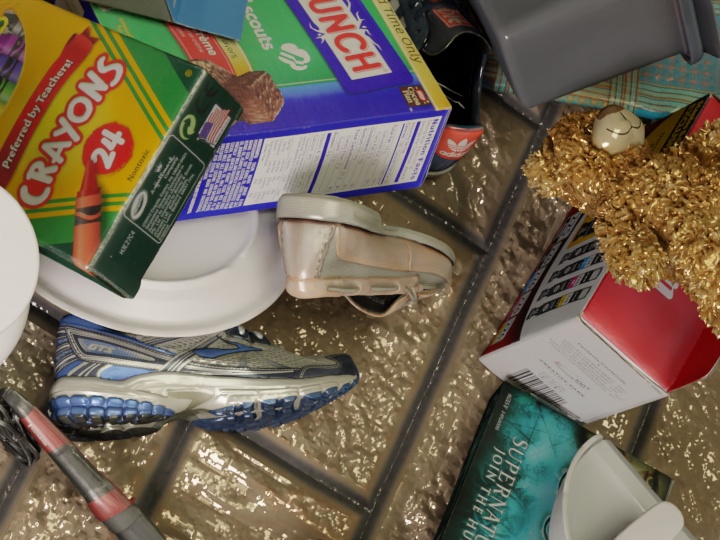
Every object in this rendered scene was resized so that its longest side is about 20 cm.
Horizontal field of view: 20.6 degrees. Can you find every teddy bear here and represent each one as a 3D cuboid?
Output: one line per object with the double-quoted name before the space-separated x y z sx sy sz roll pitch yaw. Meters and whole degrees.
"teddy bear" 0.197 -0.038 1.215 0.145 0.067 0.200 -26 62 -17

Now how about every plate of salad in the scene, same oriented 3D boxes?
"plate of salad" -0.135 -0.031 1.193 0.199 0.048 0.201 12 45 -13

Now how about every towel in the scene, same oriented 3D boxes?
"towel" 0.172 -0.180 1.386 0.199 0.022 0.147 10 71 -3

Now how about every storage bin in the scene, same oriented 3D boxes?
"storage bin" 0.134 -0.203 1.311 0.134 0.146 0.201 -24 54 3

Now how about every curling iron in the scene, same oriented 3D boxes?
"curling iron" -0.149 0.138 1.169 0.200 0.050 0.026 45 63 -16

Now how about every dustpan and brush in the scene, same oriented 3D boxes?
"dustpan and brush" 0.151 0.184 1.208 0.140 0.057 0.200 49 49 10

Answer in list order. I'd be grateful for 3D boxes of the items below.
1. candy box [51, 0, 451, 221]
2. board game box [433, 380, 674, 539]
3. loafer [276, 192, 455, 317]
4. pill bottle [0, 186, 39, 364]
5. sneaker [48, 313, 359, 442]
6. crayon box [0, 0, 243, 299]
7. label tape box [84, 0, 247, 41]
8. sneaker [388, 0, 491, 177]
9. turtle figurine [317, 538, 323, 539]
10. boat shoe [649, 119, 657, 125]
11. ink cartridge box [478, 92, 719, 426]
"candy box" -0.069 -0.123 1.220 0.199 0.077 0.169 -9 54 -30
"board game box" 0.115 0.179 1.255 0.135 0.028 0.200 30 49 -4
"loafer" 0.000 0.000 1.226 0.200 0.072 0.063 23 73 -64
"pill bottle" -0.243 0.015 1.058 0.119 0.200 0.120 7 74 -26
"sneaker" -0.092 0.050 1.201 0.199 0.077 0.086 0 73 -28
"crayon box" -0.180 -0.081 1.114 0.127 0.199 0.051 -61 148 -8
"label tape box" -0.154 -0.226 1.186 0.199 0.063 0.145 13 45 -7
"sneaker" 0.046 -0.167 1.320 0.075 0.084 0.201 -8 81 -28
"turtle figurine" -0.057 0.235 1.157 0.199 0.101 0.151 -9 113 -24
"boat shoe" 0.281 -0.047 1.417 0.072 0.072 0.200 -38 95 -29
"ink cartridge box" 0.194 -0.010 1.303 0.084 0.175 0.200 39 62 -12
